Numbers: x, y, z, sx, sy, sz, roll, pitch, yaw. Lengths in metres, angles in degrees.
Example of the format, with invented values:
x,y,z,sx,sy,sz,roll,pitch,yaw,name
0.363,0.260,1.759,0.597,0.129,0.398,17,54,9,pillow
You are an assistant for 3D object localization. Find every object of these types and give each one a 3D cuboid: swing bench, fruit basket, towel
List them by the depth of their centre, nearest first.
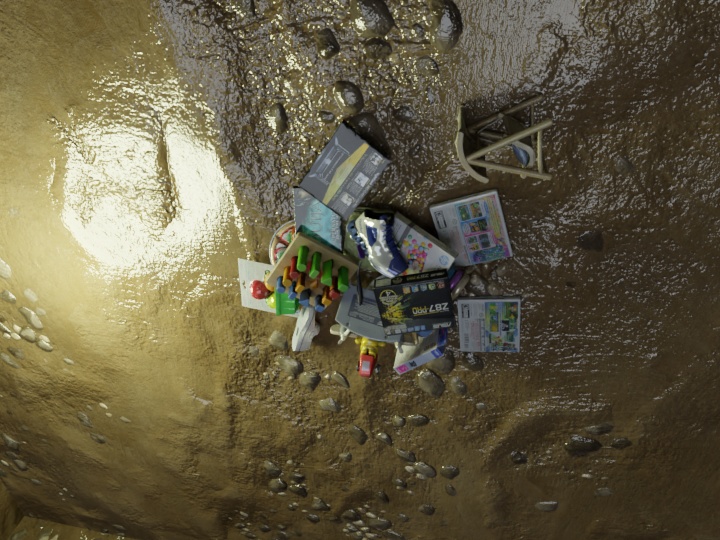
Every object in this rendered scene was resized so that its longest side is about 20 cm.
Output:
x,y,z,sx,sy,sz,roll,pitch,yaw,name
0.315,-0.292,1.141,0.197,0.200,0.131,-3,123,16,swing bench
0.023,-0.087,1.450,0.146,0.037,0.202,10,123,6,towel
-0.281,0.054,1.594,0.197,0.094,0.187,14,126,15,fruit basket

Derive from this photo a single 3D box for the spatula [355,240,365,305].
x,y,z,sx,sy,sz,roll,pitch,yaw,name
0.000,0.000,1.425,0.020,0.056,0.203,8,107,21,spatula

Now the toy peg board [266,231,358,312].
x,y,z,sx,sy,sz,roll,pitch,yaw,name
-0.138,0.032,1.431,0.198,0.098,0.200,28,123,-21,toy peg board

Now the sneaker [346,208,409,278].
x,y,z,sx,sy,sz,roll,pitch,yaw,name
0.058,-0.084,1.328,0.200,0.080,0.115,48,128,8,sneaker

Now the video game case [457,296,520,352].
x,y,z,sx,sy,sz,roll,pitch,yaw,name
0.387,0.164,1.543,0.180,0.022,0.202,-1,122,14,video game case

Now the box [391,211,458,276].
x,y,z,sx,sy,sz,roll,pitch,yaw,name
0.141,-0.037,1.377,0.199,0.041,0.157,35,124,10,box

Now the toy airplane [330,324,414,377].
x,y,z,sx,sy,sz,roll,pitch,yaw,name
0.036,0.196,1.544,0.199,0.200,0.142,-30,149,-16,toy airplane

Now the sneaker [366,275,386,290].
x,y,z,sx,sy,sz,roll,pitch,yaw,name
0.028,0.093,1.534,0.200,0.070,0.081,-41,77,33,sneaker

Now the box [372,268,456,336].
x,y,z,sx,sy,sz,roll,pitch,yaw,name
0.145,0.087,1.363,0.197,0.049,0.163,-8,122,11,box

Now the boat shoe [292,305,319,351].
x,y,z,sx,sy,sz,roll,pitch,yaw,name
-0.168,0.187,1.670,0.069,0.071,0.202,4,125,-24,boat shoe

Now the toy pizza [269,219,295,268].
x,y,z,sx,sy,sz,roll,pitch,yaw,name
-0.166,-0.048,1.481,0.197,0.032,0.203,0,107,-1,toy pizza

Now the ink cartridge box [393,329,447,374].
x,y,z,sx,sy,sz,roll,pitch,yaw,name
0.195,0.235,1.576,0.199,0.120,0.042,-34,110,30,ink cartridge box

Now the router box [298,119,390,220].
x,y,z,sx,sy,sz,roll,pitch,yaw,name
-0.041,-0.255,1.316,0.156,0.052,0.201,35,111,-12,router box

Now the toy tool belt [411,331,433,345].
x,y,z,sx,sy,sz,roll,pitch,yaw,name
0.199,0.117,1.490,0.123,0.124,0.201,19,126,-9,toy tool belt

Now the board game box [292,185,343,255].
x,y,z,sx,sy,sz,roll,pitch,yaw,name
-0.116,-0.134,1.415,0.133,0.028,0.203,-2,113,-2,board game box

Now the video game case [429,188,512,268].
x,y,z,sx,sy,sz,roll,pitch,yaw,name
0.300,-0.107,1.379,0.180,0.024,0.202,-12,119,20,video game case

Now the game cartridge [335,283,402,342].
x,y,z,sx,sy,sz,roll,pitch,yaw,name
0.034,0.127,1.464,0.197,0.135,0.041,17,171,10,game cartridge

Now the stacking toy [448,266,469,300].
x,y,z,sx,sy,sz,roll,pitch,yaw,name
0.203,-0.010,1.426,0.199,0.085,0.086,39,126,7,stacking toy
